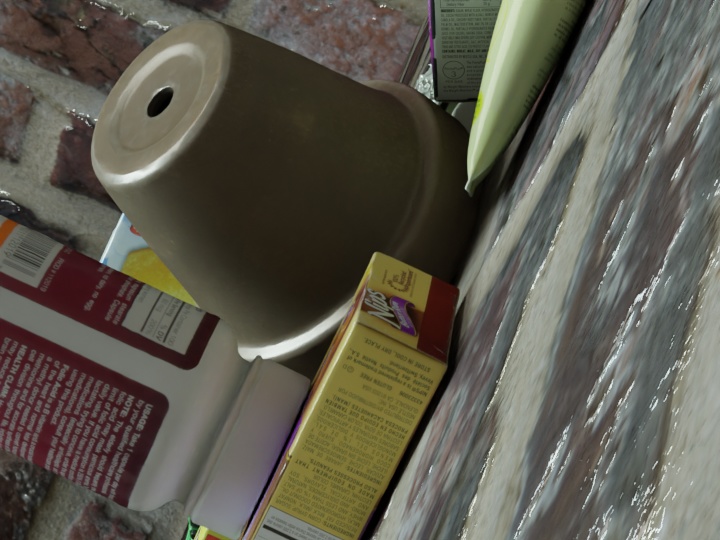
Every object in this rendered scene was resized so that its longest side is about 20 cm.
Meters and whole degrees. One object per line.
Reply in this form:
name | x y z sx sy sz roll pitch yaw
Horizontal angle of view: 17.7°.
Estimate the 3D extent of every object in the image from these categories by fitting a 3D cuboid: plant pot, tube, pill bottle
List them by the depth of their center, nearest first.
pill bottle | -0.136 0.059 1.239 0.114 0.200 0.114 -154 90 -89
tube | 0.095 -0.136 1.284 0.052 0.058 0.200 22 92 46
plant pot | -0.056 -0.055 1.346 0.200 0.175 0.200 -29 41 29

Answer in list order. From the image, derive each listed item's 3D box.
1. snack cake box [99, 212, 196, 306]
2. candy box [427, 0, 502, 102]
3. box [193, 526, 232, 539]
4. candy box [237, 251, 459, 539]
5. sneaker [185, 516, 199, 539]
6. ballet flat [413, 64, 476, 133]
snack cake box | -0.081 0.021 1.606 0.115 0.200 0.067 -170 104 -87
candy box | 0.067 -0.218 1.359 0.136 0.061 0.200 -89 -3 -51
box | -0.094 0.235 1.377 0.050 0.075 0.200 -80 16 -69
candy box | -0.015 0.102 1.216 0.200 0.056 0.117 -63 3 20
sneaker | -0.087 0.172 1.569 0.085 0.078 0.200 -88 21 -56
ballet flat | 0.036 -0.054 1.506 0.072 0.072 0.200 125 169 -72
